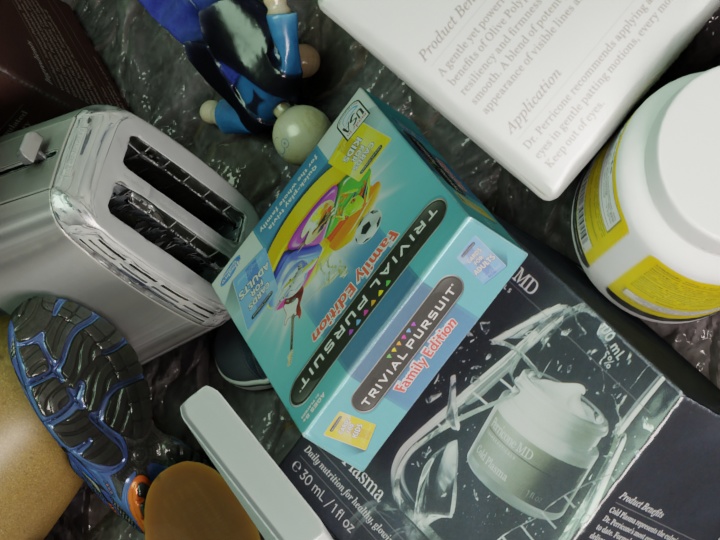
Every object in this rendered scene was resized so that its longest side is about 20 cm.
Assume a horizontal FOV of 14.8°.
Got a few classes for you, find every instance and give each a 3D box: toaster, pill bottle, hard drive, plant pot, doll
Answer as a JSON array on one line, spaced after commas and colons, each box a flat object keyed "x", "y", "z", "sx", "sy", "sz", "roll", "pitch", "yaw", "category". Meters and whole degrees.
[{"x": -0.153, "y": -0.016, "z": 1.725, "sx": 0.129, "sy": 0.200, "sz": 0.114, "roll": -21, "pitch": 41, "yaw": 44, "category": "toaster"}, {"x": 0.183, "y": -0.041, "z": 1.464, "sx": 0.114, "sy": 0.200, "sz": 0.115, "roll": 1, "pitch": 81, "yaw": -6, "category": "pill bottle"}, {"x": -0.028, "y": 0.164, "z": 1.567, "sx": 0.027, "sy": 0.200, "sz": 0.132, "roll": -36, "pitch": 49, "yaw": -7, "category": "hard drive"}, {"x": -0.257, "y": 0.122, "z": 1.800, "sx": 0.200, "sy": 0.186, "sz": 0.187, "roll": -38, "pitch": 52, "yaw": 5, "category": "plant pot"}, {"x": -0.085, "y": -0.144, "z": 1.808, "sx": 0.200, "sy": 0.048, "sz": 0.137, "roll": 48, "pitch": 139, "yaw": 19, "category": "doll"}]

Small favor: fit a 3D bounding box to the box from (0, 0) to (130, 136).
[{"x": -0.286, "y": -0.112, "z": 1.884, "sx": 0.166, "sy": 0.200, "sz": 0.164, "roll": -44, "pitch": 51, "yaw": 16, "category": "box"}]

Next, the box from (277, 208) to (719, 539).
[{"x": 0.093, "y": 0.107, "z": 1.543, "sx": 0.197, "sy": 0.124, "sz": 0.200, "roll": -53, "pitch": 49, "yaw": 7, "category": "box"}]

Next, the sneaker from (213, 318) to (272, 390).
[{"x": -0.030, "y": 0.002, "z": 1.713, "sx": 0.200, "sy": 0.079, "sz": 0.079, "roll": -35, "pitch": 55, "yaw": 25, "category": "sneaker"}]

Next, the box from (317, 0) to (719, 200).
[{"x": 0.103, "y": -0.169, "z": 1.529, "sx": 0.171, "sy": 0.200, "sz": 0.199, "roll": 40, "pitch": 95, "yaw": -1, "category": "box"}]

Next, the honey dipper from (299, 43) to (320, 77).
[{"x": -0.092, "y": -0.179, "z": 1.868, "sx": 0.200, "sy": 0.038, "sz": 0.038, "roll": 38, "pitch": 98, "yaw": 37, "category": "honey dipper"}]

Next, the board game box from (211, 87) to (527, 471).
[{"x": 0.000, "y": 0.000, "z": 1.561, "sx": 0.151, "sy": 0.047, "sz": 0.200, "roll": -53, "pitch": 28, "yaw": 9, "category": "board game box"}]

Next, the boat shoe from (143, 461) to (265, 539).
[{"x": -0.070, "y": 0.208, "z": 1.657, "sx": 0.070, "sy": 0.070, "sz": 0.200, "roll": -28, "pitch": 60, "yaw": 0, "category": "boat shoe"}]

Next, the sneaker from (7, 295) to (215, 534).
[{"x": -0.162, "y": 0.099, "z": 1.717, "sx": 0.075, "sy": 0.200, "sz": 0.078, "roll": -43, "pitch": 27, "yaw": -25, "category": "sneaker"}]
